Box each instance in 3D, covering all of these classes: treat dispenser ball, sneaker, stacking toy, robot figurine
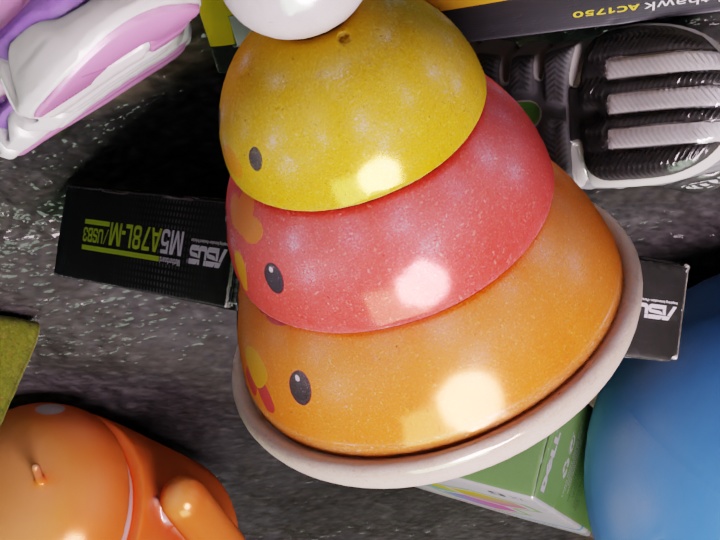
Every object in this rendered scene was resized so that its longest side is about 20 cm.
[{"bbox_3d":[0.205,0.096,1.184,0.200,0.201,0.201,-4,156,-2],"label":"treat dispenser ball"},{"bbox_3d":[0.074,-0.052,0.963,0.200,0.075,0.115,4,179,36],"label":"sneaker"},{"bbox_3d":[-0.001,-0.043,0.811,0.146,0.146,0.200,-12,126,16],"label":"stacking toy"},{"bbox_3d":[-0.139,0.135,1.316,0.144,0.117,0.200,34,-179,37],"label":"robot figurine"},{"bbox_3d":[-0.109,-0.096,0.858,0.080,0.089,0.200,-36,-178,-11],"label":"sneaker"}]

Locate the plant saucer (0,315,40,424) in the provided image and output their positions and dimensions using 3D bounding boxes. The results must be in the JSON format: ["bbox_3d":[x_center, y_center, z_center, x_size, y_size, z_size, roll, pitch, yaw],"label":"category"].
[{"bbox_3d":[-0.262,0.102,1.165,0.199,0.200,0.048,-20,123,30],"label":"plant saucer"}]

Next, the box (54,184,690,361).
[{"bbox_3d":[0.000,0.000,1.029,0.199,0.048,0.193,7,178,-27],"label":"box"}]

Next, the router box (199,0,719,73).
[{"bbox_3d":[0.039,-0.129,0.827,0.199,0.051,0.149,-7,158,4],"label":"router box"}]

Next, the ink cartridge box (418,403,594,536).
[{"bbox_3d":[0.052,0.076,1.203,0.104,0.059,0.200,14,172,18],"label":"ink cartridge box"}]
